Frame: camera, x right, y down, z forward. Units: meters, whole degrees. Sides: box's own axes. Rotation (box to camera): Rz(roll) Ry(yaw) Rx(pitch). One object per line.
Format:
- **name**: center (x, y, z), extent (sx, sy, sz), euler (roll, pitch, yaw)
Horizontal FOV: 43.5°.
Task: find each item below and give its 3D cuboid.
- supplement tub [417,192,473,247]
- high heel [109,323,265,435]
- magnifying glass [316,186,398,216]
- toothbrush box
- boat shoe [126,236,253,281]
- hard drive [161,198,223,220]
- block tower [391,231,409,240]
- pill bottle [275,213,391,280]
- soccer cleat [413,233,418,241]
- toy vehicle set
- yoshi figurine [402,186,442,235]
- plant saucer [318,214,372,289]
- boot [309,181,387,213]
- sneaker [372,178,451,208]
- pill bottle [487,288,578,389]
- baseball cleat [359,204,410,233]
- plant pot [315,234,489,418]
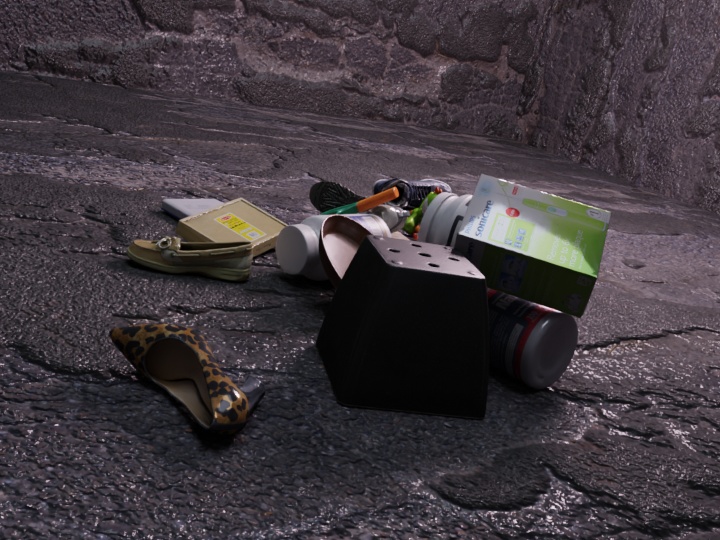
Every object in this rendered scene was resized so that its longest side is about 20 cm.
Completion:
- **supplement tub**: center (0.206, -0.040, 1.456), extent (0.198, 0.142, 0.140), euler (21, 19, 28)
- **high heel**: center (-0.207, 0.115, 0.995), extent (0.198, 0.072, 0.143), euler (23, 11, 4)
- **magnifying glass**: center (-0.021, -0.110, 1.659), extent (0.198, 0.023, 0.080), euler (-18, 15, 22)
- **toothbrush box**: center (0.242, -0.038, 1.285), extent (0.198, 0.087, 0.146), euler (18, 46, 11)
- **boat shoe**: center (-0.273, -0.031, 1.450), extent (0.198, 0.064, 0.073), euler (10, 16, -7)
- **hard drive**: center (-0.276, -0.097, 1.735), extent (0.131, 0.026, 0.199), euler (-4, 23, -44)
- **block tower**: center (0.076, -0.028, 1.714), extent (0.057, 0.055, 0.200), euler (3, 18, -26)
- **pill bottle**: center (-0.047, -0.040, 1.562), extent (0.199, 0.112, 0.110), euler (-6, 24, -46)
- **soccer cleat**: center (0.154, -0.033, 1.769), extent (0.077, 0.070, 0.200), euler (12, 13, -12)
- **toy vehicle set**: center (-0.222, -0.072, 1.614), extent (0.123, 0.027, 0.200), euler (30, 26, 16)
- **yoshi figurine**: center (0.154, -0.098, 1.914), extent (0.112, 0.112, 0.200), euler (50, -12, 2)
- **plant saucer**: center (0.000, 0.000, 1.449), extent (0.200, 0.034, 0.201), euler (38, 30, -26)
- **boot**: center (-0.021, -0.126, 1.845), extent (0.180, 0.073, 0.200), euler (22, 3, -5)
- **sneaker**: center (0.135, -0.187, 2.215), extent (0.199, 0.078, 0.146), euler (0, 7, -6)
- **pill bottle**: center (0.209, 0.081, 1.335), extent (0.119, 0.121, 0.199), euler (-4, 23, -44)
- **baseball cleat**: center (0.009, -0.077, 1.715), extent (0.198, 0.071, 0.106), euler (-11, -4, 43)
- **plant pot**: center (0.066, 0.062, 1.193), extent (0.197, 0.180, 0.200), euler (8, 16, -15)
